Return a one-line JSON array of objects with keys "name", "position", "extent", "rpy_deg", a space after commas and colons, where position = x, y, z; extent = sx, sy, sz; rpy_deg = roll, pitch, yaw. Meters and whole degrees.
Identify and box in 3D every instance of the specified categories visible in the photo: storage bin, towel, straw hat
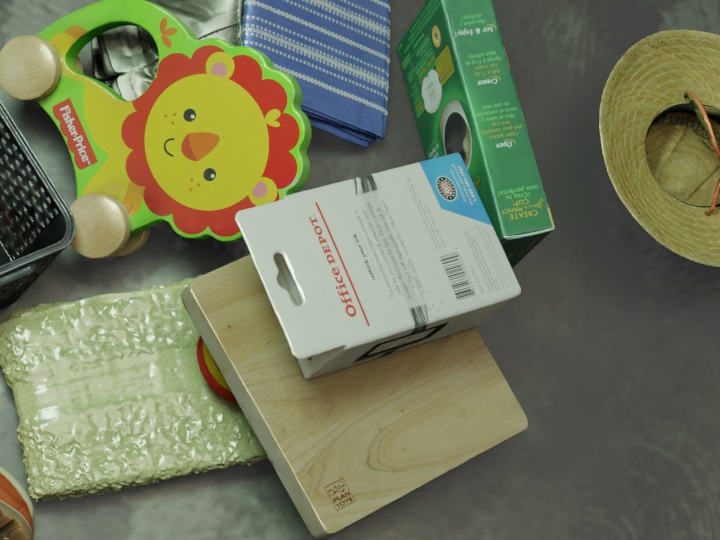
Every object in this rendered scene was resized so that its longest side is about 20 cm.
[{"name": "storage bin", "position": [-0.311, -0.063, 1.650], "extent": [0.135, 0.094, 0.200], "rpy_deg": [-26, 81, -43]}, {"name": "towel", "position": [-0.155, 0.083, 1.695], "extent": [0.199, 0.036, 0.149], "rpy_deg": [-12, 78, -17]}, {"name": "towel", "position": [-0.034, -0.203, 1.778], "extent": [0.145, 0.024, 0.201], "rpy_deg": [18, 66, -40]}, {"name": "straw hat", "position": [0.249, -0.081, 1.803], "extent": [0.200, 0.085, 0.202], "rpy_deg": [7, 72, -23]}]

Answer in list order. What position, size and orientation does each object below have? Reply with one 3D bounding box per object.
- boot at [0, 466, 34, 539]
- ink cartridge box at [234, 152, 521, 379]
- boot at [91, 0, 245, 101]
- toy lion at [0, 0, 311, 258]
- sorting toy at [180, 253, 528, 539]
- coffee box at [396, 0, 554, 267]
[{"name": "boot", "position": [-0.311, 0.142, 1.614], "extent": [0.200, 0.107, 0.075], "rpy_deg": [32, 101, -6]}, {"name": "ink cartridge box", "position": [0.000, 0.000, 1.644], "extent": [0.200, 0.068, 0.116], "rpy_deg": [-15, 75, -35]}, {"name": "boot", "position": [-0.142, -0.198, 1.764], "extent": [0.130, 0.068, 0.201], "rpy_deg": [-9, 79, -11]}, {"name": "toy lion", "position": [-0.138, -0.107, 1.692], "extent": [0.191, 0.069, 0.201], "rpy_deg": [-26, 85, 10]}, {"name": "sorting toy", "position": [-0.013, 0.073, 1.688], "extent": [0.200, 0.070, 0.199], "rpy_deg": [-24, 81, -36]}, {"name": "coffee box", "position": [0.084, -0.102, 1.756], "extent": [0.044, 0.123, 0.201], "rpy_deg": [-10, 75, -18]}]
